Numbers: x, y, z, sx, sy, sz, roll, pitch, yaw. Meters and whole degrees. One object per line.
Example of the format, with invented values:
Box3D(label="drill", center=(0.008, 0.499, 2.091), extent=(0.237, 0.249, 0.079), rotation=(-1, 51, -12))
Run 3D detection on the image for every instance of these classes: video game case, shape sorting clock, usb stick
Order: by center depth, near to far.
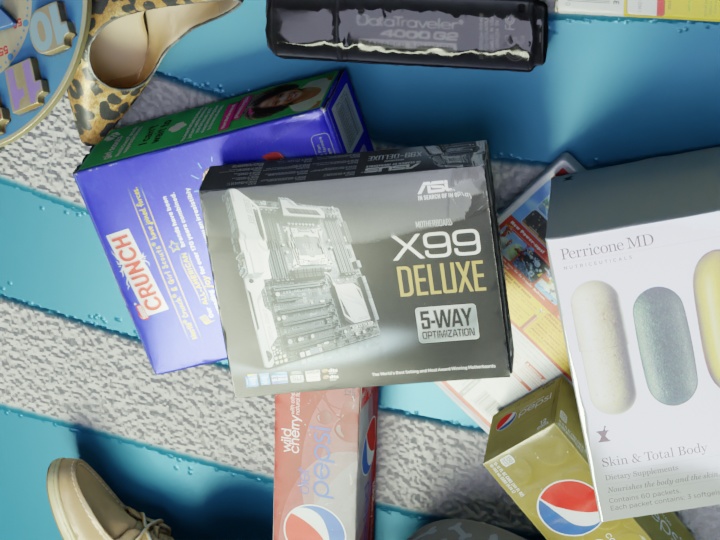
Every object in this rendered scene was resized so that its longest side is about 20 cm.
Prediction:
Box3D(label="usb stick", center=(0.030, -0.168, 1.550), extent=(0.198, 0.033, 0.056), rotation=(5, 109, 13))
Box3D(label="shape sorting clock", center=(-0.273, -0.182, 1.576), extent=(0.199, 0.039, 0.202), rotation=(0, 90, 26))
Box3D(label="video game case", center=(0.128, 0.027, 1.626), extent=(0.143, 0.017, 0.200), rotation=(44, 118, -8))

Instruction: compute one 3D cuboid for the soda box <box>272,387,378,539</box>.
Box3D(label="soda box", center=(-0.027, 0.153, 1.701), extent=(0.069, 0.063, 0.201), rotation=(8, 117, 12))

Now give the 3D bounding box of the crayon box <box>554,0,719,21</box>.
Box3D(label="crayon box", center=(0.228, -0.226, 1.458), extent=(0.198, 0.051, 0.128), rotation=(6, 117, 13))

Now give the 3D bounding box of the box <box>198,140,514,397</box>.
Box3D(label="box", center=(0.000, 0.000, 1.545), extent=(0.198, 0.050, 0.159), rotation=(-4, 114, 9))

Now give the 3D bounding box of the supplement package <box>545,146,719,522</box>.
Box3D(label="supplement package", center=(0.215, 0.038, 1.512), extent=(0.151, 0.151, 0.202), rotation=(-10, 106, 10))

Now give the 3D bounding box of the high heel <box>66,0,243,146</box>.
Box3D(label="high heel", center=(-0.143, -0.150, 1.543), extent=(0.071, 0.143, 0.201), rotation=(0, 121, -37))

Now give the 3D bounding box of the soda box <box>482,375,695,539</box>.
Box3D(label="soda box", center=(0.177, 0.179, 1.649), extent=(0.068, 0.064, 0.200), rotation=(-31, 111, 25))

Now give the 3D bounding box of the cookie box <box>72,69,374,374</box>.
Box3D(label="cookie box", center=(-0.081, -0.033, 1.618), extent=(0.199, 0.075, 0.172), rotation=(-13, 112, 19))

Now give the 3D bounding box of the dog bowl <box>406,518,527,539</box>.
Box3D(label="dog bowl", center=(0.098, 0.268, 1.690), extent=(0.199, 0.059, 0.201), rotation=(21, 139, 19))

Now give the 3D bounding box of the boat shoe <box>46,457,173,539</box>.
Box3D(label="boat shoe", center=(-0.175, 0.219, 1.773), extent=(0.064, 0.071, 0.201), rotation=(-24, 117, 19))
